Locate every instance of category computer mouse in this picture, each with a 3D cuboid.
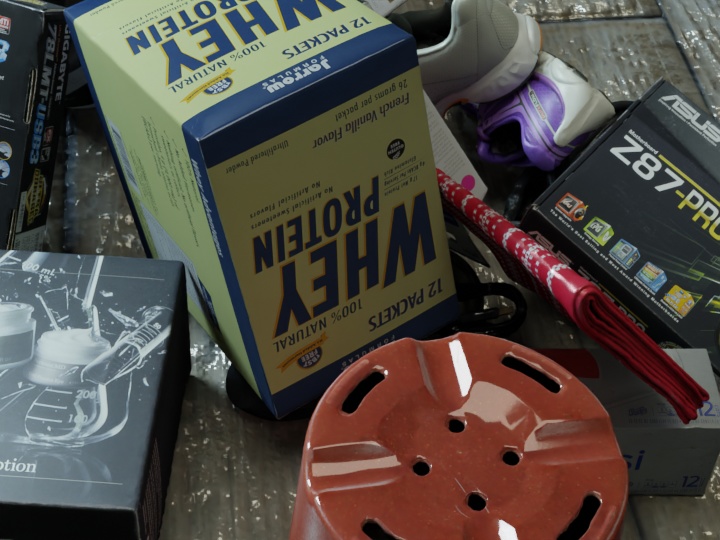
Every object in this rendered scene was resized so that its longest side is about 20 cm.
[{"bbox_3d":[0.008,0.044,0.830,0.197,0.034,0.059,-19,55,2],"label":"computer mouse"}]

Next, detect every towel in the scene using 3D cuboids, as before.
[{"bbox_3d":[0.106,0.005,0.768,0.023,0.144,0.200,-49,39,2],"label":"towel"}]

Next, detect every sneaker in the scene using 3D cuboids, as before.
[{"bbox_3d":[0.105,-0.120,0.972,0.084,0.080,0.200,-50,21,0],"label":"sneaker"},{"bbox_3d":[0.028,-0.139,0.944,0.092,0.199,0.076,31,39,-35],"label":"sneaker"}]

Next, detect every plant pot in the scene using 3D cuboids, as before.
[{"bbox_3d":[0.043,0.150,0.653,0.197,0.197,0.202,2,46,-2],"label":"plant pot"}]

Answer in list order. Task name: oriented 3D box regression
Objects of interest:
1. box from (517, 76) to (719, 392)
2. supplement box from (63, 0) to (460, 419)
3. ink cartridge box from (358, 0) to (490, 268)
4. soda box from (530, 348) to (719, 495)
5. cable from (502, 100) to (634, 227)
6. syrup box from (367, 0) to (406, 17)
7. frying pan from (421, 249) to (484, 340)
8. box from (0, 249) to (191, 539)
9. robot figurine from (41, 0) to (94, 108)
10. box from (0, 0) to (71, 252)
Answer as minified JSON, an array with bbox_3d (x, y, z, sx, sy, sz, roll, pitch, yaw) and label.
[{"bbox_3d":[0.226,-0.013,0.882,0.200,0.049,0.161,43,60,11],"label":"box"},{"bbox_3d":[-0.058,-0.063,0.798,0.133,0.202,0.200,-27,40,-18],"label":"supplement box"},{"bbox_3d":[0.025,-0.094,0.877,0.037,0.201,0.095,-39,28,-11],"label":"ink cartridge box"},{"bbox_3d":[0.116,0.092,0.805,0.197,0.069,0.064,0,45,-3],"label":"soda box"},{"bbox_3d":[0.204,-0.058,0.968,0.162,0.051,0.200,26,49,20],"label":"cable"},{"bbox_3d":[-0.025,-0.203,0.920,0.199,0.082,0.079,-34,19,6],"label":"syrup box"},{"bbox_3d":[-0.007,0.012,0.899,0.188,0.031,0.115,19,49,21],"label":"frying pan"},{"bbox_3d":[-0.207,0.087,0.762,0.197,0.105,0.184,3,44,-1],"label":"box"},{"bbox_3d":[-0.225,-0.188,0.969,0.124,0.200,0.151,-40,84,6],"label":"robot figurine"},{"bbox_3d":[-0.296,-0.097,0.873,0.197,0.201,0.050,16,14,13],"label":"box"}]
